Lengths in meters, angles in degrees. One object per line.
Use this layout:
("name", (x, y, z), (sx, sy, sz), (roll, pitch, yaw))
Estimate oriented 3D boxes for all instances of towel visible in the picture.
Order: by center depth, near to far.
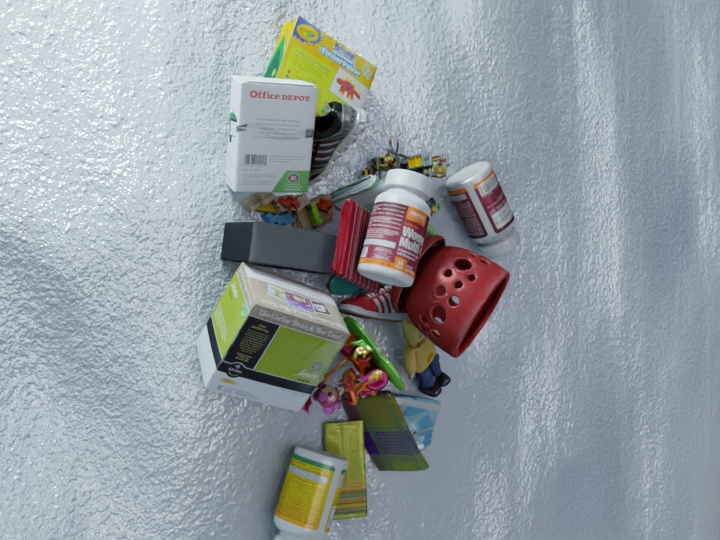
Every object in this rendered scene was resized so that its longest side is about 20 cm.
("towel", (0.003, -0.042, 1.384), (0.200, 0.022, 0.146), (30, 68, -64))
("towel", (0.046, -0.110, 1.475), (0.200, 0.149, 0.031), (39, 59, -27))
("towel", (0.049, 0.330, 1.487), (0.023, 0.143, 0.201), (-43, 113, -45))
("towel", (-0.031, 0.411, 1.488), (0.085, 0.018, 0.202), (-2, 91, -9))

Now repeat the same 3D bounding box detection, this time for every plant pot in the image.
("plant pot", (0.172, 0.044, 1.439), (0.201, 0.182, 0.201), (-48, 158, -26))

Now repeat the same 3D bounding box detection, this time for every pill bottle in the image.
("pill bottle", (0.069, -0.079, 1.346), (0.109, 0.109, 0.202), (21, 79, -31))
("pill bottle", (-0.103, 0.453, 1.403), (0.112, 0.112, 0.202), (22, 78, -31))
("pill bottle", (0.284, -0.136, 1.651), (0.114, 0.114, 0.201), (-38, 110, -27))

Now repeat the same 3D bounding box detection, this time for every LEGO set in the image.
("LEGO set", (0.112, -0.187, 1.526), (0.199, 0.115, 0.155), (9, 82, -37))

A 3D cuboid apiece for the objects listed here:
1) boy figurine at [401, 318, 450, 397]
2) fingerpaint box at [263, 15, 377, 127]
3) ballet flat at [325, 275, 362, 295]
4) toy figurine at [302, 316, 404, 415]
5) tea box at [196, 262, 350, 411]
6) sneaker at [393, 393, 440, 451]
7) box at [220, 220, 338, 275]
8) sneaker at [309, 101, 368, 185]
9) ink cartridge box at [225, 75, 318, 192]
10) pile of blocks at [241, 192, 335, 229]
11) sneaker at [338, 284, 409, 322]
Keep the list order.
("boy figurine", (0.140, 0.176, 1.560), (0.124, 0.064, 0.201), (-40, 130, -27))
("fingerpaint box", (-0.085, -0.374, 1.434), (0.199, 0.073, 0.168), (24, 78, -31))
("ballet flat", (0.000, 0.000, 1.495), (0.199, 0.072, 0.073), (-20, 101, -31))
("toy figurine", (-0.042, 0.218, 1.417), (0.183, 0.200, 0.151), (-35, 139, -14))
("tea box", (-0.161, 0.123, 1.305), (0.199, 0.134, 0.197), (21, 114, -32))
("sneaker", (0.086, 0.332, 1.546), (0.199, 0.079, 0.132), (13, 82, -31))
("box", (-0.143, -0.041, 1.358), (0.199, 0.141, 0.080), (9, 85, -32))
("sneaker", (-0.077, -0.249, 1.391), (0.087, 0.200, 0.074), (27, 33, -32))
("ink cartridge box", (-0.166, -0.250, 1.327), (0.145, 0.084, 0.202), (-2, 113, -25))
("pile of blocks", (-0.129, -0.116, 1.413), (0.198, 0.062, 0.083), (0, 90, -33))
("sneaker", (0.040, 0.047, 1.518), (0.199, 0.071, 0.114), (9, 89, -40))
